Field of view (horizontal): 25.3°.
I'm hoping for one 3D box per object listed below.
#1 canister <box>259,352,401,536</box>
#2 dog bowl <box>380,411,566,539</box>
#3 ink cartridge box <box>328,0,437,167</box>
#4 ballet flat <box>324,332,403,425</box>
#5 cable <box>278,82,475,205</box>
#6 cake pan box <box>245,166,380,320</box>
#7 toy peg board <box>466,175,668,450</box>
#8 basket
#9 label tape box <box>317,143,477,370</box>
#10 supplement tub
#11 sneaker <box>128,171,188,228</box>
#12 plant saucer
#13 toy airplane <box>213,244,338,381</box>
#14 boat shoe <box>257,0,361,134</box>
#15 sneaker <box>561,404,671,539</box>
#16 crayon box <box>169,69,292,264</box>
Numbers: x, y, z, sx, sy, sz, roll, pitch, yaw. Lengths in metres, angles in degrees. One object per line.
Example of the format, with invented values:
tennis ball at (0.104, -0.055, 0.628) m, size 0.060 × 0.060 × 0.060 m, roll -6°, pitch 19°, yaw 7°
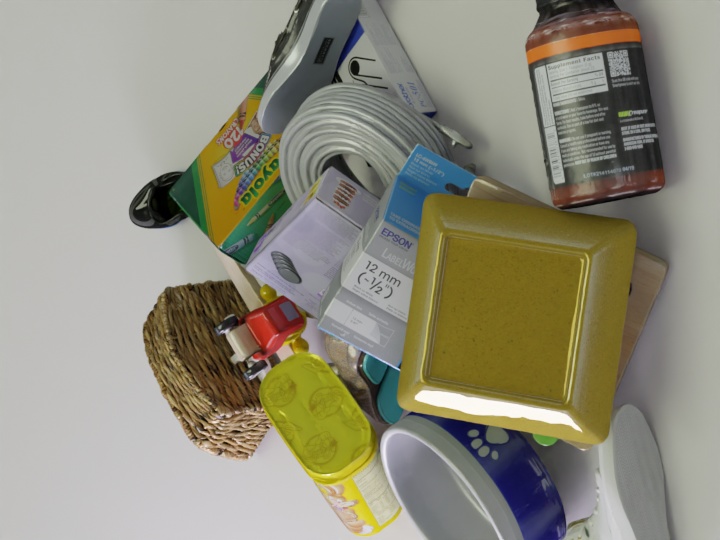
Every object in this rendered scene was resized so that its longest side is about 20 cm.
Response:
canister at (-0.027, 0.197, 1.767) m, size 0.149 × 0.086 × 0.201 m, roll 51°, pitch 172°, yaw 31°
dog bowl at (0.112, 0.221, 1.610) m, size 0.200 × 0.078 × 0.201 m, roll 44°, pitch 154°, yaw 28°
ink cartridge box at (0.003, -0.222, 1.746) m, size 0.094 × 0.044 × 0.201 m, roll -50°, pitch 58°, yaw 44°
ballet flat at (0.003, 0.105, 1.730) m, size 0.067 × 0.069 × 0.201 m, roll 20°, pitch 157°, yaw 21°
cable at (0.007, -0.100, 1.686) m, size 0.199 × 0.069 × 0.201 m, roll 33°, pitch 139°, yaw 7°
cake pan box at (0.000, 0.000, 1.697) m, size 0.199 × 0.053 × 0.184 m, roll 34°, pitch 146°, yaw -10°
toy peg board at (0.150, 0.050, 1.479) m, size 0.198 × 0.098 × 0.201 m, roll 26°, pitch 113°, yaw 15°
basket at (-0.201, 0.135, 2.017) m, size 0.149 × 0.142 × 0.201 m, roll -52°, pitch 57°, yaw 44°
label tape box at (0.065, -0.001, 1.583) m, size 0.201 × 0.142 × 0.066 m, roll -57°, pitch 11°, yaw 25°
supplement tub at (0.207, -0.161, 1.438) m, size 0.106 × 0.106 × 0.203 m, roll -11°, pitch 89°, yaw 53°
sneaker at (-0.251, -0.095, 2.082) m, size 0.199 × 0.082 × 0.072 m, roll -11°, pitch 89°, yaw 54°
plant saucer at (0.132, 0.042, 1.424) m, size 0.198 × 0.048 × 0.203 m, roll 9°, pitch 93°, yaw 17°
toy airplane at (-0.094, 0.065, 1.889) m, size 0.199 × 0.140 × 0.201 m, roll 49°, pitch 170°, yaw 49°
boat shoe at (-0.065, -0.242, 1.741) m, size 0.067 × 0.069 × 0.201 m, roll 58°, pitch 135°, yaw 37°
sneaker at (0.230, 0.229, 1.520) m, size 0.115 × 0.073 × 0.203 m, roll -8°, pitch 92°, yaw 50°
crayon box at (-0.114, -0.122, 1.833) m, size 0.200 × 0.058 × 0.119 m, roll -50°, pitch 52°, yaw 6°
